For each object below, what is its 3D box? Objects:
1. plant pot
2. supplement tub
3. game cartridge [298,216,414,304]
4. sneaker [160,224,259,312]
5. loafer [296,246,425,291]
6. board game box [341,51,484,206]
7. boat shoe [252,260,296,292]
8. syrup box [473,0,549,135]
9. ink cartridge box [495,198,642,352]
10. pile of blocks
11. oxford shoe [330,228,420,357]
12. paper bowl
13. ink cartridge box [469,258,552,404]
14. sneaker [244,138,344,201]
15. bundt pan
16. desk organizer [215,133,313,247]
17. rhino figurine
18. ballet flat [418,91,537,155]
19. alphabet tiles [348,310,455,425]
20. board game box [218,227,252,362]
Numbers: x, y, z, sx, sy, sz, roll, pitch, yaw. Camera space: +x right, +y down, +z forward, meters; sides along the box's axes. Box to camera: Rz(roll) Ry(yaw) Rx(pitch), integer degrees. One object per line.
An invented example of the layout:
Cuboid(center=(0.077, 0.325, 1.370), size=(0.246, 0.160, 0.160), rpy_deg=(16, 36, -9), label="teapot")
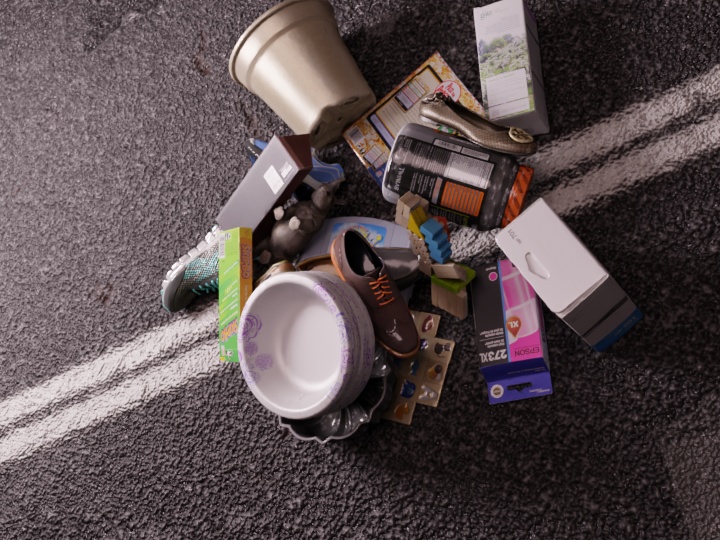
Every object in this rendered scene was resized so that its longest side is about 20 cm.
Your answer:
Cuboid(center=(-0.078, -0.302, 1.704), size=(0.200, 0.200, 0.184), rpy_deg=(-39, 71, 10), label="plant pot")
Cuboid(center=(0.141, -0.131, 1.542), size=(0.199, 0.123, 0.123), rpy_deg=(19, 81, 9), label="supplement tub")
Cuboid(center=(-0.005, -0.016, 1.644), size=(0.199, 0.040, 0.134), rpy_deg=(5, 69, 28), label="game cartridge")
Cuboid(center=(-0.240, 0.003, 1.735), size=(0.200, 0.078, 0.091), rpy_deg=(-46, 63, 7), label="sneaker")
Cuboid(center=(0.000, 0.000, 1.572), size=(0.199, 0.072, 0.073), rpy_deg=(-12, 64, 21), label="loafer")
Cuboid(center=(0.089, -0.219, 1.662), size=(0.200, 0.046, 0.152), rpy_deg=(-39, 61, 10), label="board game box")
Cuboid(center=(-0.142, 0.041, 1.633), size=(0.200, 0.072, 0.068), rpy_deg=(-31, 75, 50), label="boat shoe")
Cuboid(center=(0.226, -0.303, 1.603), size=(0.078, 0.081, 0.201), rpy_deg=(-12, 67, 23), label="syrup box")
Cuboid(center=(0.277, 0.010, 1.402), size=(0.086, 0.200, 0.147), rpy_deg=(-40, 61, 9), label="ink cartridge box")
Cuboid(center=(0.119, -0.030, 1.508), size=(0.062, 0.200, 0.082), rpy_deg=(-41, 28, -30), label="pile of blocks")
Cuboid(center=(0.020, 0.032, 1.493), size=(0.071, 0.073, 0.200), rpy_deg=(-32, 83, -13), label="oxford shoe")
Cuboid(center=(-0.067, 0.101, 1.481), size=(0.200, 0.104, 0.202), rpy_deg=(1, 93, 35), label="paper bowl")
Cuboid(center=(0.211, 0.082, 1.507), size=(0.094, 0.037, 0.201), rpy_deg=(-13, 70, 22), label="ink cartridge box")
Cuboid(center=(-0.109, -0.168, 1.738), size=(0.200, 0.076, 0.077), rpy_deg=(33, 67, 30), label="sneaker")
Cuboid(center=(-0.034, 0.159, 1.567), size=(0.201, 0.076, 0.203), rpy_deg=(-9, 70, 24), label="bundt pan")
Cuboid(center=(-0.136, -0.120, 1.653), size=(0.072, 0.077, 0.200), rpy_deg=(55, 129, 18), label="desk organizer")
Cuboid(center=(-0.092, -0.076, 1.637), size=(0.200, 0.087, 0.060), rpy_deg=(-45, 69, 21), label="rhino figurine")
Cuboid(center=(0.167, -0.212, 1.527), size=(0.200, 0.067, 0.047), rpy_deg=(28, 114, 33), label="ballet flat")
Cuboid(center=(0.039, 0.135, 1.589), size=(0.199, 0.006, 0.167), rpy_deg=(10, 77, 29), label="alphabet tiles")
Cuboid(center=(-0.190, 0.038, 1.621), size=(0.095, 0.030, 0.201), rpy_deg=(-6, 82, 64), label="board game box")
